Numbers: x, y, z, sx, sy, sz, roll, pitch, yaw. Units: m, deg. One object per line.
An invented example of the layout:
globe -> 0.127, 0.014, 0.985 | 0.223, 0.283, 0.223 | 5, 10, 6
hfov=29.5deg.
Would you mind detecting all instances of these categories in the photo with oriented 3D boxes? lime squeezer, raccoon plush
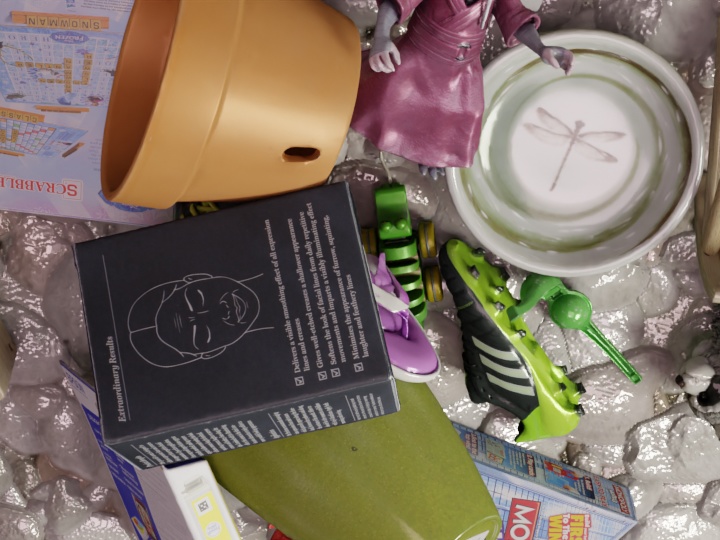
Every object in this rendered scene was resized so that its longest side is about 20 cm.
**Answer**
lime squeezer -> 0.170, 0.036, 1.115 | 0.038, 0.071, 0.200 | -50, 138, 12
raccoon plush -> 0.356, 0.074, 1.114 | 0.200, 0.097, 0.134 | 4, 121, 1

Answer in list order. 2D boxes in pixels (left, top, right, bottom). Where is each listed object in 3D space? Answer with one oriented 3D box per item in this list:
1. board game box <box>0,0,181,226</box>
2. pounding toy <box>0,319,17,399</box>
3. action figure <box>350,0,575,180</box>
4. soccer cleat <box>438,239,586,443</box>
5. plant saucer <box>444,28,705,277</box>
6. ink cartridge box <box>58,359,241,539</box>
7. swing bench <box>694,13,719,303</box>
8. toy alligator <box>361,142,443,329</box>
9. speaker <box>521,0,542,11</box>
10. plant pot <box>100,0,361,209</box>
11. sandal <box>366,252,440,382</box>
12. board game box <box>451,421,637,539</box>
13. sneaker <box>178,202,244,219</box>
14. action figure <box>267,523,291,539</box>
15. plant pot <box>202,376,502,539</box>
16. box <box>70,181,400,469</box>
board game box -> -0.236, -0.140, 1.080 | 0.200, 0.041, 0.200 | 7, 113, 0
pounding toy -> -0.418, 0.040, 1.131 | 0.200, 0.142, 0.184 | -23, 110, 1
action figure -> 0.067, -0.169, 0.974 | 0.134, 0.149, 0.200 | 13, 131, -14
soccer cleat -> 0.110, 0.065, 1.136 | 0.081, 0.068, 0.200 | -26, 110, 26
plant saucer -> 0.165, -0.095, 1.072 | 0.200, 0.050, 0.200 | 1, 112, 3
ink cartridge box -> -0.165, 0.173, 1.133 | 0.047, 0.198, 0.200 | -26, 113, -23
swing bench -> 0.365, -0.080, 1.028 | 0.199, 0.130, 0.200 | 3, 118, 1
toy alligator -> 0.030, -0.025, 1.106 | 0.059, 0.054, 0.200 | -7, 112, 6
speaker -> 0.045, -0.250, 0.999 | 0.200, 0.081, 0.081 | 13, 113, -3
plant pot -> -0.088, -0.131, 0.963 | 0.140, 0.200, 0.200 | 13, 114, -20
sandal -> -0.005, 0.002, 1.061 | 0.203, 0.082, 0.050 | 51, 128, 19
board game box -> 0.132, 0.235, 1.205 | 0.200, 0.062, 0.200 | 8, 113, 1
sneaker -> -0.121, -0.016, 1.084 | 0.085, 0.074, 0.200 | -7, 122, -36
action figure -> 0.000, 0.284, 1.170 | 0.200, 0.099, 0.065 | 22, 129, 11
plant pot -> 0.009, 0.158, 1.067 | 0.200, 0.187, 0.187 | 41, 114, 27
box -> -0.085, 0.042, 0.969 | 0.200, 0.107, 0.149 | -12, 71, 0
